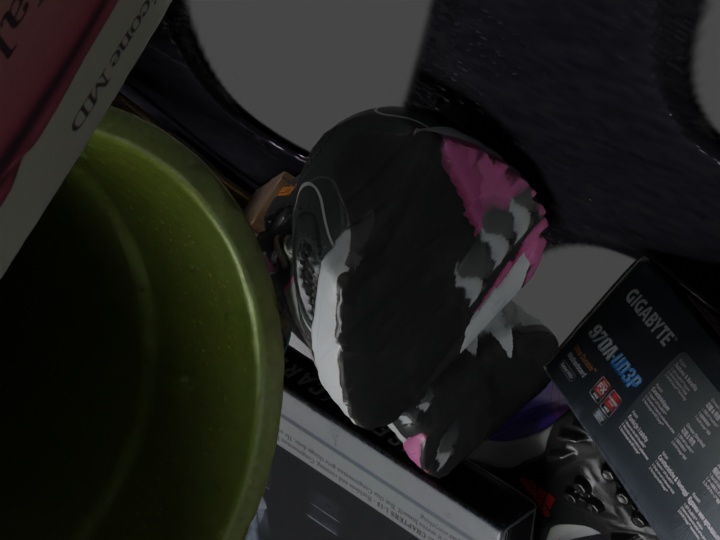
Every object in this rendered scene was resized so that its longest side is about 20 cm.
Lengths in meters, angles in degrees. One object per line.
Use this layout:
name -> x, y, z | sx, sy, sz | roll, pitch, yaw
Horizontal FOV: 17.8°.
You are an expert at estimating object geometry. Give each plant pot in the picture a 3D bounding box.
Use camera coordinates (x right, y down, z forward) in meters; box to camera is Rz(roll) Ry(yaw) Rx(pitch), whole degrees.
plant pot -> -0.157, 0.023, 0.696 | 0.190, 0.200, 0.200 | 25, 169, 49

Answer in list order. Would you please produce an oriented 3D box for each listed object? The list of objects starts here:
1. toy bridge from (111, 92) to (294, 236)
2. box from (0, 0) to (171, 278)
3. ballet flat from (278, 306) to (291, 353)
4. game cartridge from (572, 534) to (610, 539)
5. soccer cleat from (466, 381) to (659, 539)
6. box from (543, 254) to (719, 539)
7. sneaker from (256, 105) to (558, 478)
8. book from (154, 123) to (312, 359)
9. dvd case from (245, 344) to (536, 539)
toy bridge -> -0.034, -0.018, 0.834 | 0.200, 0.027, 0.067 | 34, 170, -8
box -> -0.120, -0.082, 0.475 | 0.109, 0.128, 0.200 | 28, 171, 12
ballet flat -> -0.116, -0.015, 0.796 | 0.200, 0.072, 0.072 | 29, 170, 26
game cartridge -> 0.057, 0.099, 0.874 | 0.200, 0.130, 0.038 | 24, 140, 35
soccer cleat -> 0.089, 0.059, 0.777 | 0.068, 0.073, 0.200 | 54, 147, -12
box -> 0.144, 0.092, 0.590 | 0.159, 0.046, 0.200 | 36, -169, -26
sneaker -> 0.000, 0.000, 0.690 | 0.086, 0.080, 0.200 | 42, 167, 20
book -> -0.096, -0.021, 0.962 | 0.134, 0.048, 0.200 | 42, 165, -33
dvd case -> -0.009, 0.128, 0.840 | 0.150, 0.025, 0.200 | 30, 131, 32
